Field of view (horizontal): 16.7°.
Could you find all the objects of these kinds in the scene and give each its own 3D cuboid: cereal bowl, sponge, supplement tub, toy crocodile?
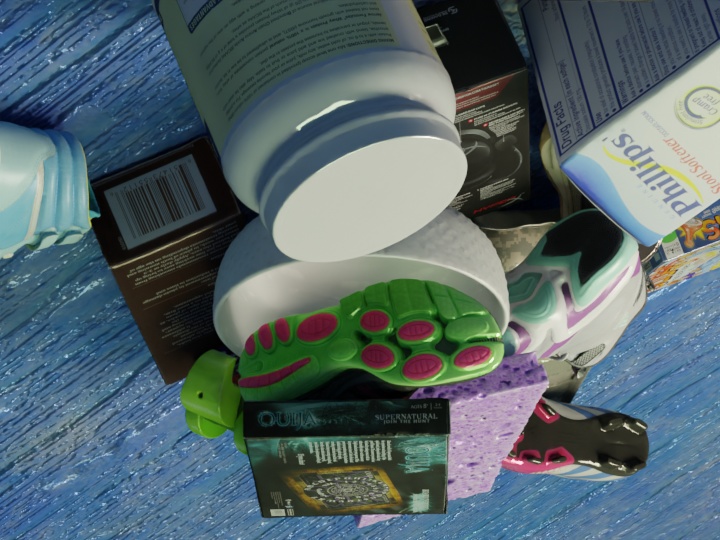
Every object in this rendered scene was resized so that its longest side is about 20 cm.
[{"bbox_3d":[0.000,0.000,1.658,0.199,0.084,0.200,-1,153,-1],"label":"cereal bowl"},{"bbox_3d":[0.060,0.123,1.771,0.111,0.030,0.200,-13,156,-17],"label":"sponge"},{"bbox_3d":[-0.030,-0.121,1.457,0.145,0.200,0.145,-19,152,-10],"label":"supplement tub"},{"bbox_3d":[-0.059,0.105,1.751,0.200,0.067,0.062,22,88,-49],"label":"toy crocodile"}]

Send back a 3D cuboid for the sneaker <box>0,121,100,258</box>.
[{"bbox_3d":[-0.244,-0.021,1.597,0.130,0.080,0.200,2,143,-39],"label":"sneaker"}]

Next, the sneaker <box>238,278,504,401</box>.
[{"bbox_3d":[0.013,0.055,1.609,0.200,0.077,0.084,-9,159,36],"label":"sneaker"}]

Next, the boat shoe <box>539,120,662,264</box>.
[{"bbox_3d":[0.186,-0.054,1.780,0.072,0.065,0.200,-47,145,-11],"label":"boat shoe"}]

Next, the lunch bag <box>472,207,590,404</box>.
[{"bbox_3d":[0.110,0.025,1.919,0.164,0.118,0.200,-3,143,-24],"label":"lunch bag"}]

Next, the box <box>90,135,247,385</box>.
[{"bbox_3d":[-0.122,-0.004,1.732,0.100,0.075,0.200,-23,151,-4],"label":"box"}]

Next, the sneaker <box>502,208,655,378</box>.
[{"bbox_3d":[0.126,0.049,1.779,0.200,0.078,0.140,-28,145,8],"label":"sneaker"}]

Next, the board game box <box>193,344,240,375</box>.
[{"bbox_3d":[-0.009,0.059,1.800,0.200,0.032,0.120,-29,141,7],"label":"board game box"}]

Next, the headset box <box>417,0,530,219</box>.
[{"bbox_3d":[0.036,-0.102,1.677,0.148,0.077,0.200,-20,152,-5],"label":"headset box"}]

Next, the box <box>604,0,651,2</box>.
[{"bbox_3d":[0.158,-0.266,1.436,0.106,0.122,0.200,-3,147,-34],"label":"box"}]

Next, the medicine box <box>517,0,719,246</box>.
[{"bbox_3d":[0.218,-0.150,1.600,0.200,0.182,0.103,-36,125,22],"label":"medicine box"}]

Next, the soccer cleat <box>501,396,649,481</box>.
[{"bbox_3d":[0.136,0.132,1.931,0.200,0.070,0.086,16,163,-33],"label":"soccer cleat"}]

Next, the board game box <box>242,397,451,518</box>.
[{"bbox_3d":[-0.006,0.129,1.657,0.135,0.028,0.200,-1,160,0],"label":"board game box"}]

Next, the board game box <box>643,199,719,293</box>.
[{"bbox_3d":[0.277,-0.024,1.989,0.135,0.035,0.200,-19,172,-9],"label":"board game box"}]
